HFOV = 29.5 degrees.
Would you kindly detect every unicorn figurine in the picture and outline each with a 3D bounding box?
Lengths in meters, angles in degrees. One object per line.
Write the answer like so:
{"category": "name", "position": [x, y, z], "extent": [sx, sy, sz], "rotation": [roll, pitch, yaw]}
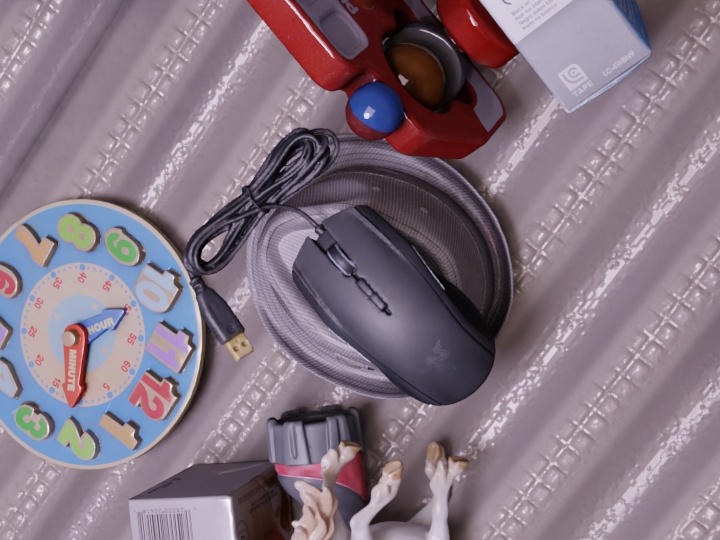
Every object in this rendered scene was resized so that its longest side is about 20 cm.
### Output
{"category": "unicorn figurine", "position": [0.031, 0.187, 0.911], "extent": [0.200, 0.074, 0.138], "rotation": [9, 98, -22]}

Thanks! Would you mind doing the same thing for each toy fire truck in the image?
{"category": "toy fire truck", "position": [0.005, -0.148, 0.841], "extent": [0.112, 0.168, 0.200], "rotation": [-34, 98, 34]}

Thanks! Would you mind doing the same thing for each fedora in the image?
{"category": "fedora", "position": [0.000, 0.000, 0.914], "extent": [0.200, 0.090, 0.177], "rotation": [31, 102, 13]}

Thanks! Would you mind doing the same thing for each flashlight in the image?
{"category": "flashlight", "position": [-0.022, 0.197, 0.947], "extent": [0.068, 0.068, 0.200], "rotation": [-5, 92, 21]}

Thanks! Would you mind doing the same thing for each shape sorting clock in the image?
{"category": "shape sorting clock", "position": [-0.206, 0.047, 1.007], "extent": [0.200, 0.039, 0.200], "rotation": [1, 94, 17]}

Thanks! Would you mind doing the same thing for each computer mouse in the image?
{"category": "computer mouse", "position": [-0.020, 0.023, 0.847], "extent": [0.140, 0.046, 0.200], "rotation": [-39, 92, 8]}

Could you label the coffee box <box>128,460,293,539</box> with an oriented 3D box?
{"category": "coffee box", "position": [-0.094, 0.243, 0.949], "extent": [0.080, 0.114, 0.200], "rotation": [-5, 93, 17]}

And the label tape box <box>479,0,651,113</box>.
{"category": "label tape box", "position": [0.088, -0.204, 0.816], "extent": [0.066, 0.143, 0.200], "rotation": [-38, 103, 20]}
